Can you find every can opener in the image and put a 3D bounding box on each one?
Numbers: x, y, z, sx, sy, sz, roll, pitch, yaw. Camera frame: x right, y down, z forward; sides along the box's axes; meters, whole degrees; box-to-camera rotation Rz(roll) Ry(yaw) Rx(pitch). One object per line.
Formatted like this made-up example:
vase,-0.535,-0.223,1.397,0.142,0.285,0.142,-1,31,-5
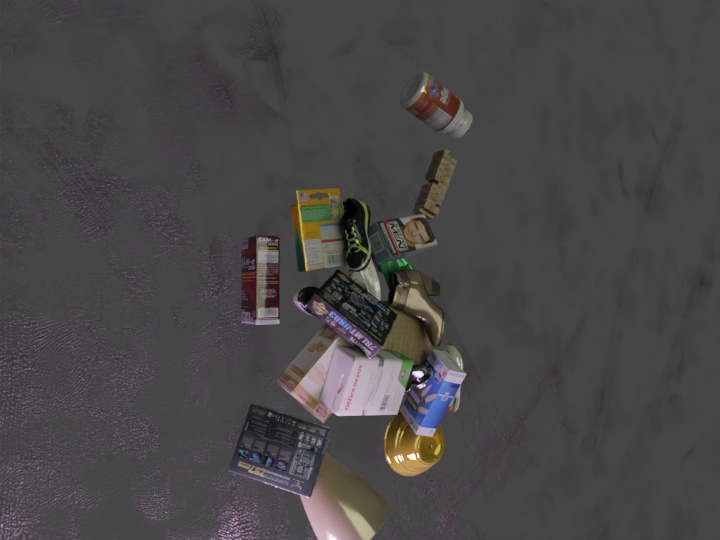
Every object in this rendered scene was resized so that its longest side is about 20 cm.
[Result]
can opener,0.102,0.297,1.408,0.066,0.200,0.053,50,25,-11

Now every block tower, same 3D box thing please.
block tower,0.216,-0.247,1.562,0.058,0.054,0.200,27,76,-28

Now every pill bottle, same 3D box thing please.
pill bottle,0.219,-0.462,1.537,0.200,0.112,0.112,27,75,-27

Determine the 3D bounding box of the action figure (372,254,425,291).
action figure,0.076,-0.023,1.472,0.118,0.055,0.200,-46,107,-22

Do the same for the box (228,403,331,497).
box,-0.183,0.413,1.252,0.200,0.051,0.158,16,77,5

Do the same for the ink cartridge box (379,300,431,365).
ink cartridge box,0.109,0.194,1.471,0.165,0.075,0.200,17,79,-30

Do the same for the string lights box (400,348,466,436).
string lights box,0.188,0.319,1.417,0.059,0.103,0.200,16,107,-28

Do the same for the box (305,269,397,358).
box,-0.015,0.098,1.310,0.200,0.199,0.050,38,111,0

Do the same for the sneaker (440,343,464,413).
sneaker,0.236,0.310,1.544,0.093,0.070,0.200,3,89,-36

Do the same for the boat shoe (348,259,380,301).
boat shoe,0.000,0.000,1.420,0.068,0.072,0.200,-15,97,-17

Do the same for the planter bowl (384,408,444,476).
planter bowl,0.170,0.476,1.493,0.200,0.083,0.201,2,87,-31

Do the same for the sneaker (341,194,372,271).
sneaker,-0.023,-0.094,1.351,0.083,0.072,0.200,27,53,-48

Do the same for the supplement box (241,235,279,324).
supplement box,-0.233,0.023,1.257,0.061,0.109,0.200,1,87,-30

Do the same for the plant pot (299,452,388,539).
plant pot,-0.066,0.549,1.313,0.187,0.187,0.200,-37,92,-26

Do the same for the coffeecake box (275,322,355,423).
coffeecake box,-0.082,0.244,1.322,0.200,0.073,0.154,-49,131,-16

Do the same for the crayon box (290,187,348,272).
crayon box,-0.104,-0.103,1.370,0.126,0.052,0.200,-8,93,-31

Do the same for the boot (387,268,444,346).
boot,0.142,0.094,1.421,0.146,0.070,0.200,9,67,-25

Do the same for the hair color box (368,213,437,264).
hair color box,0.110,-0.087,1.449,0.200,0.061,0.099,-14,79,-45

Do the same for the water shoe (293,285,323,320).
water shoe,-0.073,0.095,1.365,0.200,0.079,0.072,31,73,-26

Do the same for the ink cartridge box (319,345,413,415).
ink cartridge box,0.016,0.266,1.306,0.200,0.084,0.146,13,97,-41
